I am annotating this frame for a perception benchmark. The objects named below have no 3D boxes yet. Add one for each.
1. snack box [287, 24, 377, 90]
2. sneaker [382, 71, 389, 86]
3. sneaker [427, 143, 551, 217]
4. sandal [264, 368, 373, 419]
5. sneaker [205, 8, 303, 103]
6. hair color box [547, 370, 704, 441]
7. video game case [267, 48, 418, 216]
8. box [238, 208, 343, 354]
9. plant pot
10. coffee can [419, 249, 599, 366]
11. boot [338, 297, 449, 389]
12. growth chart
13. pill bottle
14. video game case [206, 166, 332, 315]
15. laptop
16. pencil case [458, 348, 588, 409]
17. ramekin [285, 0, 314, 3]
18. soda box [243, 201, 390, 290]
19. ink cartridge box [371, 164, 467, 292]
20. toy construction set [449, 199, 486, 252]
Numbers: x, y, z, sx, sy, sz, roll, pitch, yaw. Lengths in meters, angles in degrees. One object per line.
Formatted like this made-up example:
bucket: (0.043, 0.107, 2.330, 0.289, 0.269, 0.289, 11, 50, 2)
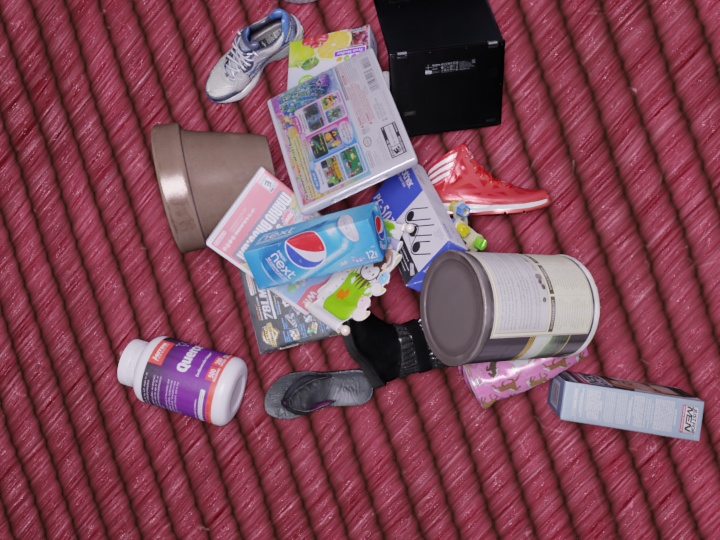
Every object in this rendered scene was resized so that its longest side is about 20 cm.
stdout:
snack box: (-0.044, -0.277, 0.901, 0.139, 0.053, 0.204, -6, 70, 17)
sneaker: (0.008, -0.229, 0.929, 0.071, 0.072, 0.203, 28, 94, 7)
sneaker: (0.198, -0.145, 0.904, 0.195, 0.078, 0.118, -3, 93, 6)
sandal: (-0.076, 0.204, 0.962, 0.196, 0.048, 0.077, -14, 88, 12)
sneaker: (-0.187, -0.359, 0.942, 0.199, 0.085, 0.077, -40, 87, 7)
hair color box: (0.398, 0.202, 0.877, 0.195, 0.099, 0.062, 8, 92, 7)
video game case: (-0.031, -0.203, 0.831, 0.179, 0.024, 0.203, -23, 69, 10)
box: (-0.098, 0.019, 0.961, 0.194, 0.050, 0.204, -15, 91, 8)
plant pot: (-0.223, -0.144, 0.915, 0.171, 0.200, 0.205, -12, 90, -9)
coffee can: (0.201, 0.049, 0.780, 0.196, 0.146, 0.150, 1, 92, -27)
boot: (0.062, 0.094, 0.890, 0.155, 0.212, 0.080, -18, 46, 11)
growth chart: (0.000, 0.000, 0.834, 0.018, 0.143, 0.202, 46, 69, -32)
pill bottle: (-0.297, 0.179, 0.960, 0.196, 0.112, 0.115, 15, 94, 6)
video game case: (-0.117, -0.041, 0.888, 0.199, 0.017, 0.144, 37, 95, -22)
laptop: (0.124, -0.337, 0.920, 0.183, 0.116, 0.204, -9, 119, -6)
pencil case: (0.254, 0.139, 0.903, 0.197, 0.087, 0.084, -29, 107, 6)
ramekin: (-0.101, -0.533, 0.916, 0.195, 0.105, 0.205, 0, 92, 8)
soda box: (-0.061, -0.034, 0.813, 0.196, 0.068, 0.065, -14, 113, 21)
ink cartridge box: (0.082, -0.073, 0.863, 0.044, 0.202, 0.094, 22, 123, -34)
toy construction set: (0.169, 0.002, 0.894, 0.132, 0.092, 0.200, -49, 116, -5)
